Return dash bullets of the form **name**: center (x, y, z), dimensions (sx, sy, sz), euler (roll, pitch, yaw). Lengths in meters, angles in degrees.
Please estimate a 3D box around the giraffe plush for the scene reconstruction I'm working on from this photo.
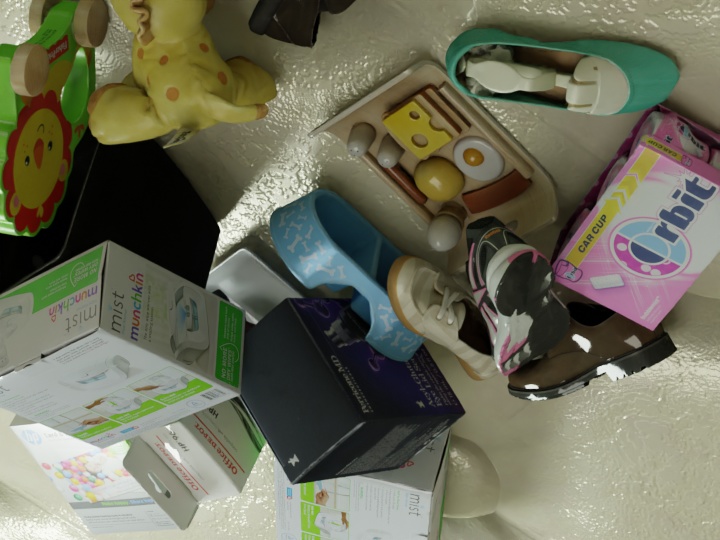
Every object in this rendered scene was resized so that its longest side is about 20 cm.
- **giraffe plush**: center (-0.170, -0.205, 1.471), dimensions (0.172, 0.200, 0.163), euler (-13, 104, -4)

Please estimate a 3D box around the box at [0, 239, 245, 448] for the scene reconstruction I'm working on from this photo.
- **box**: center (-0.239, 0.076, 1.554), dimensions (0.200, 0.097, 0.176), euler (-24, 142, 36)

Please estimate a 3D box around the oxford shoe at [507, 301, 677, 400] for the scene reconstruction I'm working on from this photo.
- **oxford shoe**: center (0.213, 0.071, 1.627), dimensions (0.200, 0.073, 0.085), euler (-27, 92, 43)

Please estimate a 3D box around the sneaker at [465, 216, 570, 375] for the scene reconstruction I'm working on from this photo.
- **sneaker**: center (0.138, 0.016, 1.534), dimensions (0.086, 0.080, 0.200), euler (56, 166, 32)

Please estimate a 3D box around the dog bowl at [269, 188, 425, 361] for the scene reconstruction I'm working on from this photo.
- **dog bowl**: center (0.000, 0.000, 1.617), dimensions (0.200, 0.112, 0.050), euler (42, 117, -17)

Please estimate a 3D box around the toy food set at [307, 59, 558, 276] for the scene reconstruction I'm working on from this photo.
- **toy food set**: center (0.066, -0.090, 1.531), dimensions (0.200, 0.060, 0.143), euler (43, 134, -19)

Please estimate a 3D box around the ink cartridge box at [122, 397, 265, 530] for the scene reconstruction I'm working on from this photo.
- **ink cartridge box**: center (-0.161, 0.163, 1.777), dimensions (0.068, 0.200, 0.116), euler (-17, 123, 36)

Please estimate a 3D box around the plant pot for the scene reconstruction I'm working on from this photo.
- **plant pot**: center (-0.256, -0.014, 1.670), dimensions (0.177, 0.200, 0.200), euler (33, 138, -28)

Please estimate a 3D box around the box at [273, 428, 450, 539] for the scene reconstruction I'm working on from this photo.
- **box**: center (0.002, 0.244, 1.830), dimensions (0.176, 0.097, 0.200), euler (11, 139, 9)

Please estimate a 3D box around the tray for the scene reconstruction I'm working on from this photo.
- **tray**: center (-0.077, 0.054, 1.764), dimensions (0.200, 0.022, 0.107), euler (42, 134, -17)

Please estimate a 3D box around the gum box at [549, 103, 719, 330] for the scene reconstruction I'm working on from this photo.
- **gum box**: center (0.261, -0.048, 1.476), dimensions (0.113, 0.066, 0.200), euler (27, 137, -3)

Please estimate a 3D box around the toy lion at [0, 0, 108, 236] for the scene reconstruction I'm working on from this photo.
- **toy lion**: center (-0.295, -0.136, 1.529), dimensions (0.068, 0.200, 0.192), euler (9, 120, 15)

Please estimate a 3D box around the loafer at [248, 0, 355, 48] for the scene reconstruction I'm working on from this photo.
- **loafer**: center (-0.027, -0.259, 1.412), dimensions (0.071, 0.073, 0.200), euler (28, 145, -11)

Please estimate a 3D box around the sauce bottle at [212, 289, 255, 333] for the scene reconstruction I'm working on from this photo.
- **sauce bottle**: center (-0.093, 0.104, 1.727), dimensions (0.200, 0.066, 0.066), euler (45, 138, 10)

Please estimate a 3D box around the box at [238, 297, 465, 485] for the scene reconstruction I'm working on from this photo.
- **box**: center (-0.015, 0.113, 1.620), dimensions (0.104, 0.200, 0.148), euler (-42, 69, 24)

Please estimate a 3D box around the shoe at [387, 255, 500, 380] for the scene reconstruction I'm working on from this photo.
- **shoe**: center (0.094, 0.044, 1.594), dimensions (0.053, 0.070, 0.200), euler (-2, 151, 36)

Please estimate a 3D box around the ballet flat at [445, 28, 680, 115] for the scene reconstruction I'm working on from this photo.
- **ballet flat**: center (0.165, -0.160, 1.408), dimensions (0.199, 0.070, 0.068), euler (10, 121, 15)

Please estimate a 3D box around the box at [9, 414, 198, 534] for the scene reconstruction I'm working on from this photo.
- **box**: center (-0.310, 0.239, 2.036), dimensions (0.156, 0.041, 0.200), euler (-8, 126, 30)
